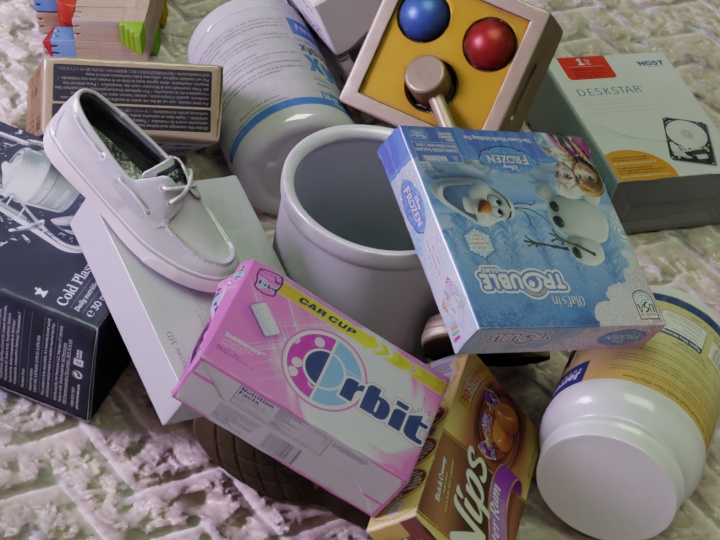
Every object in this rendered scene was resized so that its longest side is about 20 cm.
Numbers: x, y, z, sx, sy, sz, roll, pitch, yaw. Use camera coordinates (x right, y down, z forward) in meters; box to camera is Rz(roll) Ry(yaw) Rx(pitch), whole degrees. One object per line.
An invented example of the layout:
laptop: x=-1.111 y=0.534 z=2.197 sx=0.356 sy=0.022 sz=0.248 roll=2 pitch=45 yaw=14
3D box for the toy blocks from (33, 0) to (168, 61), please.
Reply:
toy blocks: x=-0.281 y=-0.284 z=1.960 sx=0.136 sy=0.100 sz=0.200 roll=2 pitch=42 yaw=3

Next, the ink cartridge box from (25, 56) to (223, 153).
ink cartridge box: x=-0.226 y=-0.153 z=1.754 sx=0.165 sy=0.075 sz=0.200 roll=2 pitch=-1 yaw=-13

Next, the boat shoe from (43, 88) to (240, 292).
boat shoe: x=-0.168 y=-0.068 z=1.507 sx=0.200 sy=0.069 sz=0.072 roll=47 pitch=44 yaw=7

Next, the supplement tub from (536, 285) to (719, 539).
supplement tub: x=0.238 y=0.123 z=1.613 sx=0.144 sy=0.145 sz=0.200 roll=22 pitch=42 yaw=8

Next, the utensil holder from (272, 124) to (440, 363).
utensil holder: x=0.000 y=0.000 z=1.639 sx=0.170 sy=0.200 sz=0.170 roll=7 pitch=43 yaw=-7

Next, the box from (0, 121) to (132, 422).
box: x=-0.279 y=-0.002 z=1.626 sx=0.196 sy=0.124 sz=0.200 roll=19 pitch=43 yaw=8

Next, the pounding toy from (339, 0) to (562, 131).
pounding toy: x=0.088 y=-0.175 z=1.777 sx=0.184 sy=0.200 sz=0.142 roll=25 pitch=3 yaw=14

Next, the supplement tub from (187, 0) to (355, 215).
supplement tub: x=-0.086 y=-0.164 z=1.842 sx=0.132 sy=0.132 sz=0.200 roll=-6 pitch=47 yaw=-21

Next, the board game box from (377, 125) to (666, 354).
board game box: x=0.134 y=-0.027 z=1.546 sx=0.200 sy=0.043 sz=0.199 roll=0 pitch=58 yaw=-35

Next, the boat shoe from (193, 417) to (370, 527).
boat shoe: x=-0.043 y=0.153 z=1.566 sx=0.200 sy=0.072 sz=0.068 roll=22 pitch=37 yaw=-1

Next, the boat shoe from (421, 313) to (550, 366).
boat shoe: x=0.110 y=0.047 z=1.648 sx=0.072 sy=0.065 sz=0.200 roll=-9 pitch=-10 yaw=29

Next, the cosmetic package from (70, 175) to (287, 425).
cosmetic package: x=-0.133 y=0.021 z=1.546 sx=0.151 sy=0.052 sz=0.200 roll=-8 pitch=61 yaw=-41

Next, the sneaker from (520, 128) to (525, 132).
sneaker: x=0.171 y=-0.091 z=1.892 sx=0.074 sy=0.082 sz=0.200 roll=-46 pitch=44 yaw=-11

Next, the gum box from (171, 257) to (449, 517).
gum box: x=-0.042 y=0.090 z=1.466 sx=0.200 sy=0.066 sz=0.114 roll=32 pitch=47 yaw=-7

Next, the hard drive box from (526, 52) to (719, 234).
hard drive box: x=0.284 y=-0.136 z=1.953 sx=0.156 sy=0.077 sz=0.200 roll=-7 pitch=46 yaw=-22

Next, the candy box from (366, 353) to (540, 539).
candy box: x=0.081 y=0.175 z=1.538 sx=0.117 sy=0.056 sz=0.200 roll=51 pitch=36 yaw=-23

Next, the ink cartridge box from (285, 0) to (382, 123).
ink cartridge box: x=-0.020 y=-0.271 z=1.915 sx=0.084 sy=0.200 sz=0.145 roll=-32 pitch=55 yaw=-4
